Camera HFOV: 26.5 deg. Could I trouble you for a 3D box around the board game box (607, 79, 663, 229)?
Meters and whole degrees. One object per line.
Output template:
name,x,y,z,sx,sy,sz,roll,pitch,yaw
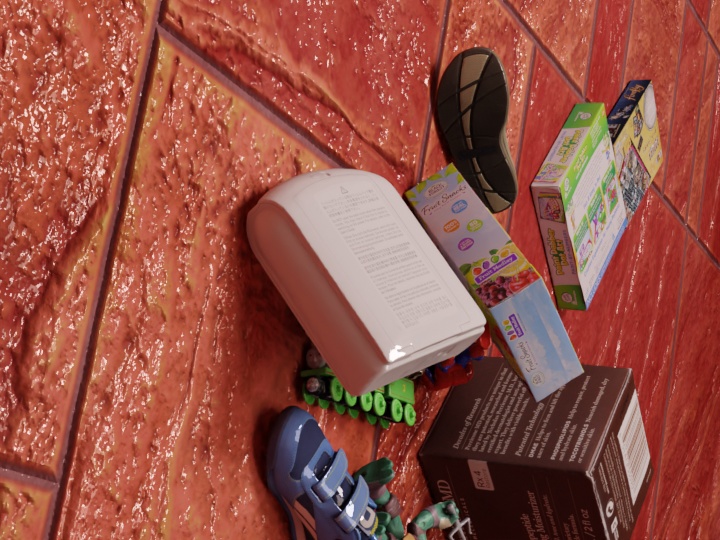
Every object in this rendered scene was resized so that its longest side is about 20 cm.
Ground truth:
board game box,0.382,-0.167,2.184,0.200,0.034,0.136,-52,136,-48

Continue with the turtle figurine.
turtle figurine,0.057,0.285,1.525,0.200,0.100,0.150,52,12,-34

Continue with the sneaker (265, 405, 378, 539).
sneaker,-0.027,0.204,1.382,0.074,0.082,0.201,-54,137,-43

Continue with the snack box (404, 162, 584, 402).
snack box,0.137,0.012,1.576,0.200,0.067,0.169,58,-1,45

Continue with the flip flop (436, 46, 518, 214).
flip flop,0.133,-0.155,1.674,0.058,0.081,0.201,-79,158,-53

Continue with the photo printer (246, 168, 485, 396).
photo printer,0.000,0.000,1.335,0.166,0.069,0.200,-19,69,-51

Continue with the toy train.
toy train,0.000,0.113,1.475,0.200,0.042,0.057,28,58,-59

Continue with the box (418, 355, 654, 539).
box,0.199,0.212,1.688,0.164,0.199,0.166,-59,141,-42

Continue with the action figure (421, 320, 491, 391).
action figure,0.088,0.066,1.583,0.200,0.065,0.099,99,-24,-72

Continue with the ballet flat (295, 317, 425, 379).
ballet flat,0.008,0.066,1.427,0.200,0.067,0.047,26,53,-55

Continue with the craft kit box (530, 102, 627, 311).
craft kit box,0.290,-0.085,2.008,0.200,0.048,0.198,-56,142,-45
